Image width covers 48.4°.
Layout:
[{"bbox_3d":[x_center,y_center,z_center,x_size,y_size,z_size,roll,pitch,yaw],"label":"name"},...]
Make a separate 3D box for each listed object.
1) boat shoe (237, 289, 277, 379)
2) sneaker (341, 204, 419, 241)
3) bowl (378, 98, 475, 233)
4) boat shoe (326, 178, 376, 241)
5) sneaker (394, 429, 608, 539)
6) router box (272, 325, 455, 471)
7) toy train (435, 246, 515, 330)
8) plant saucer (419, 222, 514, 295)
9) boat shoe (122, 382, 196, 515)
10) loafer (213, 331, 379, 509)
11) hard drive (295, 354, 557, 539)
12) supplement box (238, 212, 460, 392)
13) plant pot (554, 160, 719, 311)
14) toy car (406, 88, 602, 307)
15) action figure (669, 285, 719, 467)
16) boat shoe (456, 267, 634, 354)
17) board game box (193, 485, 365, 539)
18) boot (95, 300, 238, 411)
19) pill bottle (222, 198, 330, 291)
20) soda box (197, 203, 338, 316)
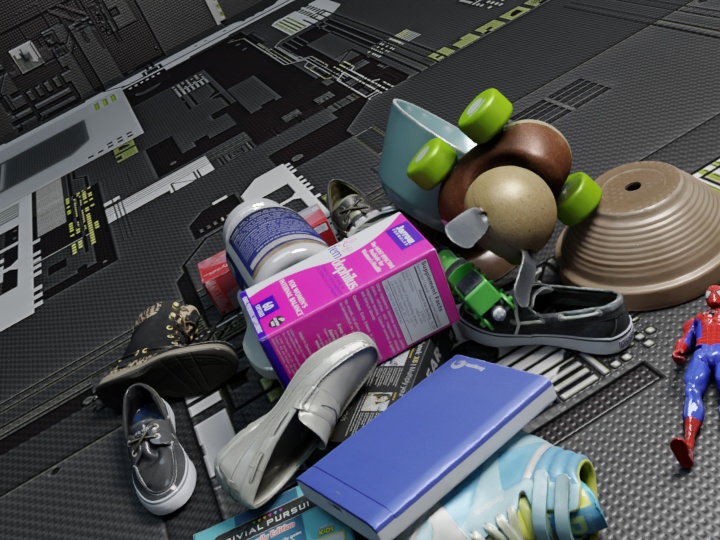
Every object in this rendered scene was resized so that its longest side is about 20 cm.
[{"bbox_3d":[-0.108,0.083,0.991,0.071,0.064,0.200,-15,29,-6],"label":"boat shoe"},{"bbox_3d":[0.000,0.000,1.013,0.200,0.074,0.088,-37,40,15],"label":"sneaker"},{"bbox_3d":[0.102,-0.116,0.986,0.105,0.201,0.201,-60,26,18],"label":"bowl"},{"bbox_3d":[-0.010,-0.078,1.157,0.072,0.066,0.201,-30,30,-3],"label":"boat shoe"},{"bbox_3d":[0.115,0.207,0.631,0.130,0.080,0.200,8,45,44],"label":"sneaker"},{"bbox_3d":[0.001,0.124,0.861,0.157,0.052,0.200,-5,36,29],"label":"router box"},{"bbox_3d":[0.113,0.012,0.852,0.042,0.056,0.200,-44,13,5],"label":"toy train"},{"bbox_3d":[0.126,-0.040,1.039,0.200,0.032,0.200,-19,32,13],"label":"plant saucer"},{"bbox_3d":[-0.239,0.194,0.916,0.070,0.066,0.200,-28,31,-3],"label":"boat shoe"},{"bbox_3d":[-0.049,0.142,0.760,0.200,0.070,0.070,-46,43,-15],"label":"loafer"},{"bbox_3d":[0.055,0.146,0.695,0.200,0.025,0.132,-33,20,-25],"label":"hard drive"},{"bbox_3d":[-0.012,0.039,0.847,0.200,0.103,0.101,-27,33,-7],"label":"supplement box"},{"bbox_3d":[0.306,-0.055,0.872,0.201,0.093,0.201,-18,31,11],"label":"plant pot"},{"bbox_3d":[0.135,-0.051,0.795,0.158,0.164,0.200,-40,18,36],"label":"toy car"},{"bbox_3d":[0.312,0.082,0.708,0.065,0.052,0.200,-9,32,31],"label":"action figure"},{"bbox_3d":[0.182,0.040,0.839,0.199,0.068,0.074,8,44,43],"label":"boat shoe"},{"bbox_3d":[-0.060,0.280,0.677,0.151,0.047,0.200,-25,31,1],"label":"board game box"},{"bbox_3d":[-0.242,0.100,1.060,0.200,0.073,0.151,-21,31,18],"label":"boot"},{"bbox_3d":[-0.099,-0.012,0.970,0.116,0.116,0.200,-31,33,-8],"label":"pill bottle"},{"bbox_3d":[-0.131,-0.017,1.158,0.200,0.063,0.070,-27,31,-3],"label":"soda box"}]
